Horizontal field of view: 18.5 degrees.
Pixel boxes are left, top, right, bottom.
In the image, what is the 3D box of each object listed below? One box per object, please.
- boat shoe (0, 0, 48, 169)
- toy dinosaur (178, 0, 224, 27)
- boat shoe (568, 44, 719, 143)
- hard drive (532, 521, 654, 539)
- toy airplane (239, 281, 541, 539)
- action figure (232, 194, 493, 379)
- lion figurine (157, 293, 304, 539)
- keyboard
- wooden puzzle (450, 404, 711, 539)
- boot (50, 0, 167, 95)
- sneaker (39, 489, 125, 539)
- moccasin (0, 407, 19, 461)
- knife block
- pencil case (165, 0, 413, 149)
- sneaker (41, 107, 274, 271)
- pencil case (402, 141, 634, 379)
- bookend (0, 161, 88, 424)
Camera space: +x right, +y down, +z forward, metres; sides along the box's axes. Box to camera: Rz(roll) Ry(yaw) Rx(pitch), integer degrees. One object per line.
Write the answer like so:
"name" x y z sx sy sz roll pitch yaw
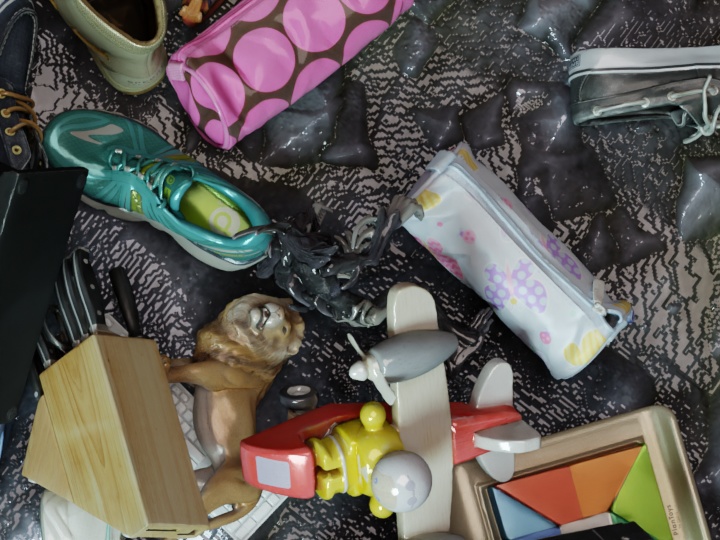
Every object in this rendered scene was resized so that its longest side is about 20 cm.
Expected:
"boat shoe" -0.268 -0.112 1.672 0.090 0.071 0.201 18 88 27
"toy dinosaur" -0.067 -0.264 1.724 0.199 0.105 0.183 18 102 -16
"boat shoe" 0.265 -0.139 1.748 0.198 0.074 0.069 0 79 -6
"hard drive" 0.120 0.268 1.632 0.199 0.038 0.141 -9 114 -23
"toy airplane" 0.038 0.135 1.623 0.200 0.141 0.199 40 101 -17
"action figure" 0.000 0.000 1.670 0.200 0.119 0.102 37 60 -25
"lion figurine" -0.103 0.117 1.674 0.122 0.072 0.202 3 87 -28
"keyboard" -0.144 0.122 1.701 0.200 0.011 0.056 44 80 0
"wooden puzzle" 0.174 0.217 1.713 0.199 0.037 0.186 -15 85 -8
"boot" -0.210 -0.235 1.664 0.073 0.155 0.201 -31 87 -9
"sneaker" -0.192 0.260 1.650 0.080 0.070 0.202 -6 83 -10
"moccasin" -0.310 0.148 1.649 0.080 0.068 0.201 15 81 -4
"knife block" -0.178 0.085 1.614 0.064 0.199 0.177 7 101 -46
"pencil case" -0.059 -0.186 1.711 0.200 0.091 0.094 -41 128 -12
"sneaker" -0.152 -0.070 1.689 0.199 0.080 0.078 26 81 -2
"pencil case" 0.118 -0.007 1.707 0.200 0.091 0.083 44 80 1
"bookend" -0.324 -0.013 1.586 0.199 0.092 0.200 23 104 22
